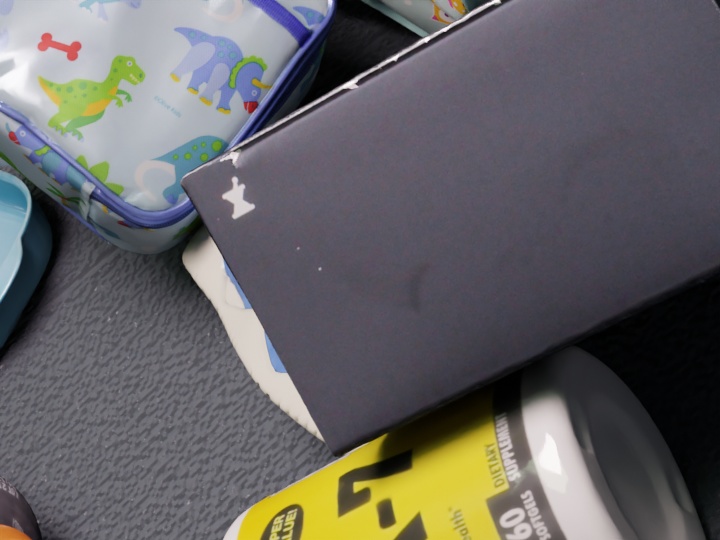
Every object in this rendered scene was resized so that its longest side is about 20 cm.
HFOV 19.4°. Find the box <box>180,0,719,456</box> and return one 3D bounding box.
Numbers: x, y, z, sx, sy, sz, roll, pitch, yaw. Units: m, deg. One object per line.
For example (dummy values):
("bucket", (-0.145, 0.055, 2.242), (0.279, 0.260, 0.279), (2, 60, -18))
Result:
("box", (0.074, -0.045, 0.774), (0.196, 0.118, 0.200), (-28, 2, 24))

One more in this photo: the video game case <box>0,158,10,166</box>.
("video game case", (-0.126, -0.142, 1.082), (0.143, 0.018, 0.201), (5, 65, 60))

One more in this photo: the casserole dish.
("casserole dish", (-0.236, -0.001, 1.141), (0.200, 0.039, 0.121), (14, 71, 44))

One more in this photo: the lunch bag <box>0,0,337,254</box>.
("lunch bag", (-0.121, -0.122, 0.972), (0.161, 0.200, 0.082), (-50, -2, -16))

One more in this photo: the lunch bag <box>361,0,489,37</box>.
("lunch bag", (0.034, -0.206, 0.976), (0.200, 0.122, 0.171), (31, 84, 32))

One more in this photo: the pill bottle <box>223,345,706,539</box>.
("pill bottle", (0.019, 0.120, 0.779), (0.200, 0.114, 0.115), (-30, 46, 21))

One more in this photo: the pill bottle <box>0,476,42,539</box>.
("pill bottle", (-0.219, 0.127, 0.984), (0.200, 0.106, 0.106), (20, 75, 47))

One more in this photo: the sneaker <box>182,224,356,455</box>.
("sneaker", (-0.001, -0.001, 0.908), (0.111, 0.077, 0.200), (-54, 35, 10))
